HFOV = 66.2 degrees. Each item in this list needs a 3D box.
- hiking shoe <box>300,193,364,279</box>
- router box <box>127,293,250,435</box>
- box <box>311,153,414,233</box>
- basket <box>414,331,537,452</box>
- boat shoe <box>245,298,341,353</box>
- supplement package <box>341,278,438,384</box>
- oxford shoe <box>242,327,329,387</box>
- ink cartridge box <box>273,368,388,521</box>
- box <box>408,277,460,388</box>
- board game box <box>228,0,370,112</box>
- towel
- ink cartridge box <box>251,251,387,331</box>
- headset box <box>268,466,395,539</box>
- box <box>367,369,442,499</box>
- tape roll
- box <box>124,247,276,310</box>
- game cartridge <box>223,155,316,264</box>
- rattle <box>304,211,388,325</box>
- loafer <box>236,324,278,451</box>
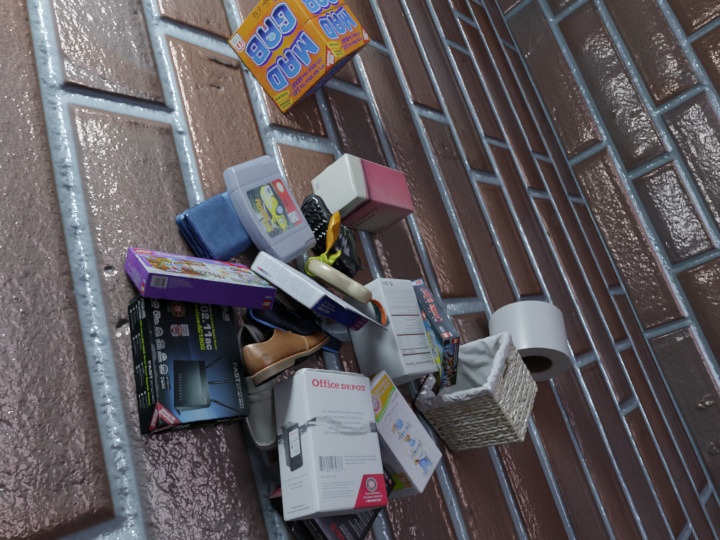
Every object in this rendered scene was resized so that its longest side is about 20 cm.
[{"bbox_3d":[-0.061,-0.073,1.189,0.202,0.075,0.101,65,29,-9],"label":"hiking shoe"},{"bbox_3d":[-0.258,0.135,0.832,0.149,0.062,0.203,7,62,-47],"label":"router box"},{"bbox_3d":[0.007,-0.170,1.269,0.198,0.127,0.110,6,63,-45],"label":"box"},{"bbox_3d":[0.260,0.273,1.225,0.162,0.198,0.198,57,38,-13],"label":"basket"},{"bbox_3d":[-0.108,0.094,1.003,0.199,0.084,0.070,31,70,-35],"label":"boat shoe"},{"bbox_3d":[0.059,0.132,1.146,0.116,0.116,0.203,5,64,-49],"label":"supplement package"},{"bbox_3d":[-0.115,0.120,0.892,0.072,0.071,0.199,58,25,9],"label":"oxford shoe"},{"bbox_3d":[-0.048,0.265,0.850,0.144,0.083,0.203,16,54,-41],"label":"ink cartridge box"},{"bbox_3d":[0.151,0.130,1.182,0.037,0.138,0.201,-11,37,-12],"label":"box"},{"bbox_3d":[-0.137,-0.532,1.277,0.201,0.199,0.201,50,39,-13],"label":"board game box"},{"bbox_3d":[-0.236,-0.088,1.008,0.113,0.048,0.200,59,37,-8],"label":"towel"},{"bbox_3d":[-0.068,0.053,0.972,0.199,0.044,0.196,33,-1,29],"label":"ink cartridge box"},{"bbox_3d":[-0.046,0.372,0.910,0.150,0.075,0.200,56,38,-5],"label":"headset box"},{"bbox_3d":[0.040,0.304,1.019,0.201,0.112,0.101,56,40,-4],"label":"box"},{"bbox_3d":[0.451,0.193,1.480,0.202,0.202,0.141,31,47,-31],"label":"tape roll"},{"bbox_3d":[-0.247,0.014,0.852,0.198,0.136,0.040,10,101,-36],"label":"box"},{"bbox_3d":[-0.170,-0.111,1.036,0.133,0.041,0.202,-37,100,-49],"label":"game cartridge"},{"bbox_3d":[0.000,0.000,1.081,0.144,0.198,0.131,-54,152,-22],"label":"rattle"},{"bbox_3d":[-0.169,0.185,0.884,0.069,0.070,0.202,-16,69,-7],"label":"loafer"}]
